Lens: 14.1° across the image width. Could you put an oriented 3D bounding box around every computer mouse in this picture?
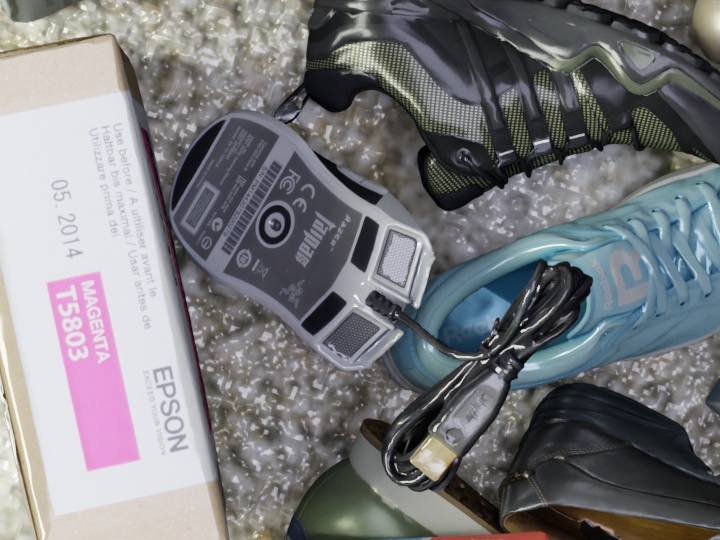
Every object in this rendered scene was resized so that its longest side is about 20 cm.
[{"bbox_3d":[0.000,0.000,1.177,0.200,0.044,0.110,40,103,36],"label":"computer mouse"}]

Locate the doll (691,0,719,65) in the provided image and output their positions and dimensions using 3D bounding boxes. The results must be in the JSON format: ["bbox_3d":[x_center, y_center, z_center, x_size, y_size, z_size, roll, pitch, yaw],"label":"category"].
[{"bbox_3d":[0.120,-0.175,1.218,0.136,0.048,0.200,-26,90,-28],"label":"doll"}]

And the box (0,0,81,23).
[{"bbox_3d":[-0.100,-0.224,1.127,0.171,0.200,0.199,-25,92,-4],"label":"box"}]

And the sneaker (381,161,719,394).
[{"bbox_3d":[0.108,0.008,1.210,0.200,0.082,0.074,-24,94,-6],"label":"sneaker"}]

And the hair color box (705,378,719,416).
[{"bbox_3d":[0.250,0.093,1.218,0.200,0.099,0.061,38,85,-6],"label":"hair color box"}]

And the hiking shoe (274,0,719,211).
[{"bbox_3d":[0.068,-0.068,1.219,0.200,0.076,0.101,21,99,0],"label":"hiking shoe"}]

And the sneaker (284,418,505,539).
[{"bbox_3d":[0.050,0.156,1.216,0.200,0.067,0.090,40,98,-9],"label":"sneaker"}]

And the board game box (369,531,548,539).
[{"bbox_3d":[0.003,0.208,1.167,0.153,0.040,0.200,-2,100,-2],"label":"board game box"}]

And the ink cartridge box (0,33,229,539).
[{"bbox_3d":[-0.106,0.014,1.142,0.075,0.165,0.200,-12,92,-3],"label":"ink cartridge box"}]

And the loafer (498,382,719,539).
[{"bbox_3d":[0.150,0.120,1.191,0.200,0.073,0.072,21,45,15],"label":"loafer"}]
